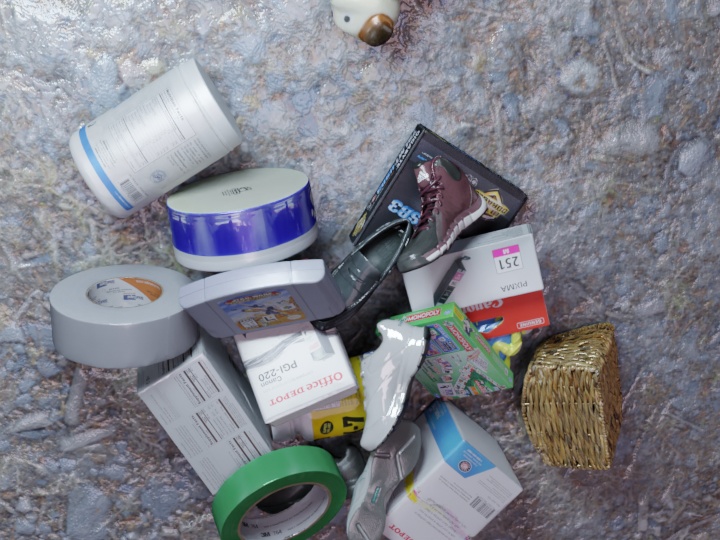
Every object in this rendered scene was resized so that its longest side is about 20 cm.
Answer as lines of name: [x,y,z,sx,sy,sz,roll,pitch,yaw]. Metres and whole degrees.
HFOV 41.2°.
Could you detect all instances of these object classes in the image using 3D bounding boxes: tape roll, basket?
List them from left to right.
tape roll: [-0.321,0.059,1.309,0.196,0.201,0.067,-1,113,-11]
tape roll: [-0.119,0.341,1.414,0.197,0.048,0.202,-18,139,-16]
basket: [0.346,0.203,1.573,0.140,0.149,0.203,-2,116,26]

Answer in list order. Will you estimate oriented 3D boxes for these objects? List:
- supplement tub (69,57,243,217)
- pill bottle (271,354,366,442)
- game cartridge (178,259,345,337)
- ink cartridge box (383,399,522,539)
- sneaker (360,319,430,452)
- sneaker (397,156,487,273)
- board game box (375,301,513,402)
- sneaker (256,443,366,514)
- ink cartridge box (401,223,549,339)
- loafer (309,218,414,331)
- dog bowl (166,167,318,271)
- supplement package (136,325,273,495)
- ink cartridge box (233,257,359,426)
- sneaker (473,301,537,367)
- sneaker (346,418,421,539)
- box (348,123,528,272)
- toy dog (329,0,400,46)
supplement tub: [-0.269,-0.173,1.266,0.198,0.132,0.133,-32,114,2]
pill bottle: [-0.043,0.196,1.465,0.196,0.115,0.116,-10,113,-6]
game cartridge: [-0.129,0.037,1.254,0.196,0.042,0.133,-11,158,10]
ink cartridge box: [0.125,0.341,1.537,0.146,0.146,0.200,41,100,-22]
sneaker: [0.035,0.164,1.387,0.086,0.074,0.203,20,97,9]
sneaker: [0.090,-0.086,1.319,0.075,0.200,0.117,-20,106,44]
board game box: [0.130,0.128,1.450,0.133,0.029,0.200,-15,135,29]
sneaker: [-0.080,0.333,1.542,0.197,0.076,0.092,-17,87,5]
ink cartridge box: [0.172,0.037,1.414,0.197,0.044,0.176,-13,114,9]
loafer: [0.000,0.000,1.335,0.068,0.071,0.201,41,73,12]
dog bowl: [-0.159,-0.072,1.289,0.196,0.200,0.080,-10,112,-7]
supplement package: [-0.228,0.190,1.403,0.110,0.156,0.202,-30,114,0]
ink cartridge box: [-0.102,0.105,1.382,0.144,0.085,0.203,-22,80,-1]
sneaker: [0.208,0.081,1.490,0.103,0.076,0.203,13,109,-15]
sneaker: [0.026,0.314,1.458,0.070,0.080,0.203,27,90,-14]
box: [0.115,-0.081,1.424,0.198,0.050,0.200,29,102,-19]
toy dog: [0.035,-0.396,1.251,0.201,0.140,0.193,-49,149,8]
